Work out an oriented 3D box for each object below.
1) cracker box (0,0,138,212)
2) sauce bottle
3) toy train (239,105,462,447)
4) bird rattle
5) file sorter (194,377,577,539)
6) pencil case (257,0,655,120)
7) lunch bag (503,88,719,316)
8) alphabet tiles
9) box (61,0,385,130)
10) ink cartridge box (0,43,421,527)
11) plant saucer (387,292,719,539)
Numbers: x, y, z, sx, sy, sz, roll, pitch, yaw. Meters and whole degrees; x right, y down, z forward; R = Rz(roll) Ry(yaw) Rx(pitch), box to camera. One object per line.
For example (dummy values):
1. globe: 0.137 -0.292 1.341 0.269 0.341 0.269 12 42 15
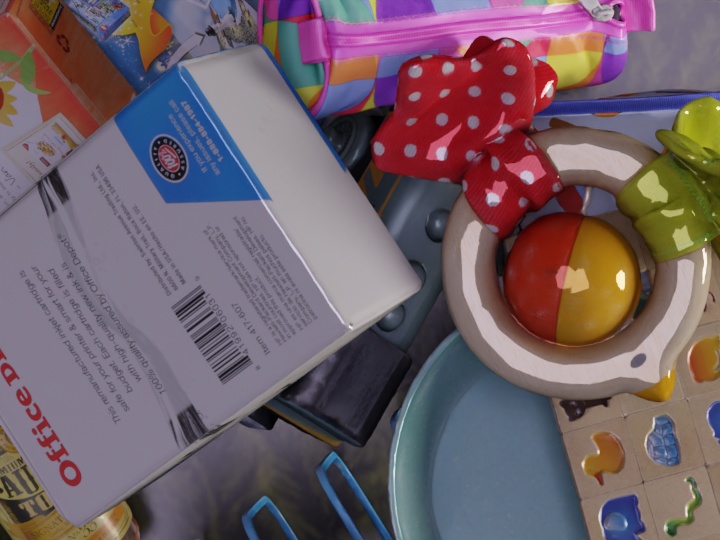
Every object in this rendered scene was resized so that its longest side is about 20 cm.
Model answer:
1. cracker box: -0.211 -0.054 1.104 0.199 0.058 0.134 -26 119 24
2. sauce bottle: -0.192 0.086 1.129 0.066 0.066 0.201 -31 116 2
3. toy train: 0.000 0.000 1.102 0.085 0.114 0.201 35 82 -31
4. bird rattle: 0.099 -0.021 0.993 0.199 0.113 0.164 11 93 -3
5. file sorter: 0.013 0.153 1.127 0.199 0.139 0.123 -33 88 2
6. pencil case: 0.046 -0.125 1.078 0.199 0.088 0.089 -11 93 -25
7. lunch bag: 0.179 -0.012 1.123 0.199 0.124 0.171 -4 92 10
8. alphabet tiles: 0.175 0.060 1.037 0.166 0.008 0.201 -14 81 -11
9. box: -0.092 -0.125 1.122 0.136 0.038 0.200 -31 118 3
10. ink cartridge box: -0.094 0.008 1.013 0.200 0.084 0.146 -35 86 31
11. plant saucer: 0.109 0.107 1.039 0.199 0.036 0.201 2 78 -7
